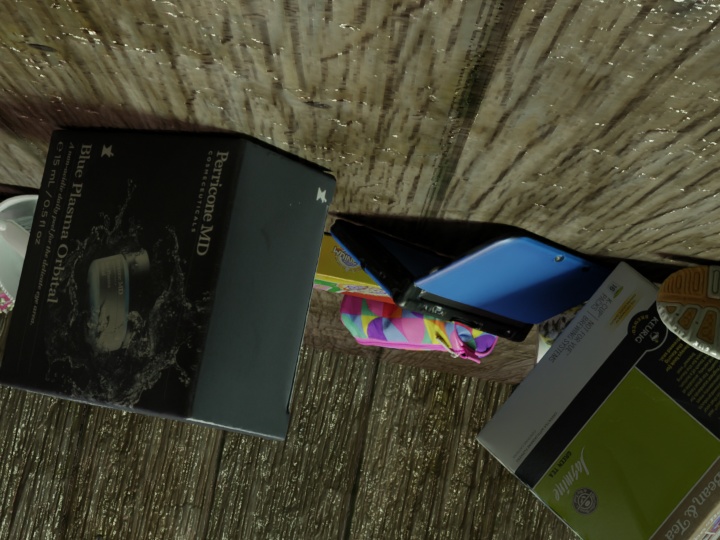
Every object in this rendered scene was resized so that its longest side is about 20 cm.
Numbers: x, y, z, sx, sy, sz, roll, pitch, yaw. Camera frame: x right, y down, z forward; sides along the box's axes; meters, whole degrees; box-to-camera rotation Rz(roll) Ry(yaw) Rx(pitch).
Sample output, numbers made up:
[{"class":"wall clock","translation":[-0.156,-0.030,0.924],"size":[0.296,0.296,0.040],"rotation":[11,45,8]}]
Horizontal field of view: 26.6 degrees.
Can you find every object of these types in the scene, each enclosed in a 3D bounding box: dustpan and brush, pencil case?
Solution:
[{"class":"dustpan and brush","translation":[-0.358,-0.041,1.571],"size":[0.199,0.140,0.057],"rotation":[38,-158,12]},{"class":"pencil case","translation":[0.067,0.052,1.705],"size":[0.088,0.089,0.199],"rotation":[16,173,-41]}]

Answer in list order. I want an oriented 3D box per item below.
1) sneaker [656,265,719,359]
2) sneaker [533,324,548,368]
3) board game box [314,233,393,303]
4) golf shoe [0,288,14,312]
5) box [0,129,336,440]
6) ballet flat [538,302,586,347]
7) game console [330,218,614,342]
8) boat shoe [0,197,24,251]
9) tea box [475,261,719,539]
[{"class":"sneaker","translation":[0.332,0.046,1.224],"size":[0.198,0.077,0.088],"rotation":[11,174,3]},{"class":"sneaker","translation":[0.260,0.085,1.766],"size":[0.114,0.075,0.200],"rotation":[8,-177,10]},{"class":"board game box","translation":[0.000,0.000,1.539],"size":[0.198,0.041,0.153],"rotation":[11,174,-6]},{"class":"golf shoe","translation":[-0.364,-0.022,1.714],"size":[0.199,0.092,0.075],"rotation":[-26,167,-39]},{"class":"box","translation":[-0.142,0.007,1.118],"size":[0.198,0.199,0.117],"rotation":[6,171,36]},{"class":"ballet flat","translation":[0.284,0.060,1.563],"size":[0.198,0.073,0.072],"rotation":[10,174,2]},{"class":"game console","translation":[0.103,-0.014,1.342],"size":[0.199,0.119,0.171],"rotation":[18,-159,-50]},{"class":"boat shoe","translation":[-0.352,-0.046,1.640],"size":[0.198,0.074,0.065],"rotation":[18,150,15]},{"class":"tea box","translation":[0.246,0.136,1.305],"size":[0.197,0.200,0.133],"rotation":[43,-172,24]}]
